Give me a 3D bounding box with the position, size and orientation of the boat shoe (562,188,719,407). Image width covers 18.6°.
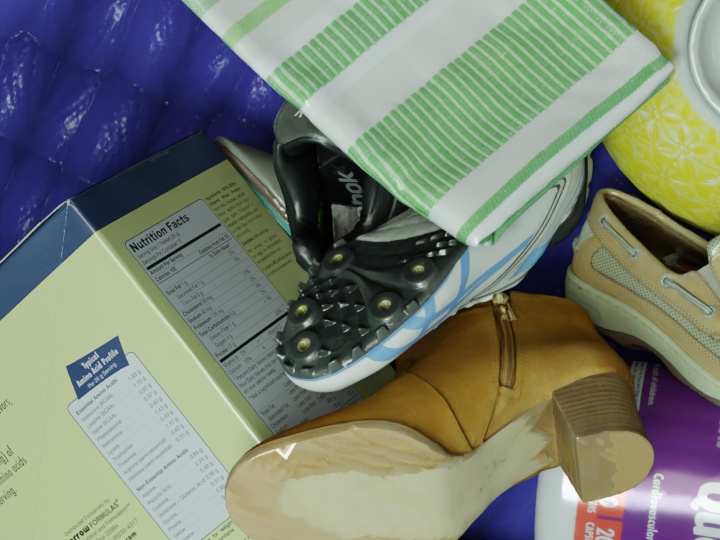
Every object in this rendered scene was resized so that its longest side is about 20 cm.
[{"bbox_3d":[0.177,0.015,1.055,0.200,0.071,0.077,26,119,38],"label":"boat shoe"}]

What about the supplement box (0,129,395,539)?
[{"bbox_3d":[-0.109,0.077,1.099,0.200,0.134,0.200,-39,88,30],"label":"supplement box"}]

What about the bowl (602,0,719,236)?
[{"bbox_3d":[0.199,-0.108,1.066,0.199,0.108,0.201,1,96,11],"label":"bowl"}]

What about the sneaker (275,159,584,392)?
[{"bbox_3d":[0.040,-0.002,1.028,0.072,0.200,0.073,19,139,40],"label":"sneaker"}]

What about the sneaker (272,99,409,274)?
[{"bbox_3d":[-0.002,-0.084,1.055,0.066,0.090,0.201,5,93,20],"label":"sneaker"}]

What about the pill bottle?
[{"bbox_3d":[0.189,0.108,1.085,0.199,0.112,0.113,7,96,10],"label":"pill bottle"}]

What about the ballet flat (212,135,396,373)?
[{"bbox_3d":[0.000,0.000,1.145,0.064,0.067,0.200,-37,88,-16],"label":"ballet flat"}]

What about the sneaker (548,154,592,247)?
[{"bbox_3d":[0.068,-0.107,1.106,0.073,0.080,0.201,-13,95,9],"label":"sneaker"}]

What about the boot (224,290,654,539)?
[{"bbox_3d":[0.028,0.065,1.018,0.200,0.144,0.071,-7,116,-10],"label":"boot"}]

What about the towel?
[{"bbox_3d":[0.028,-0.116,1.020,0.200,0.023,0.152,44,66,11],"label":"towel"}]
